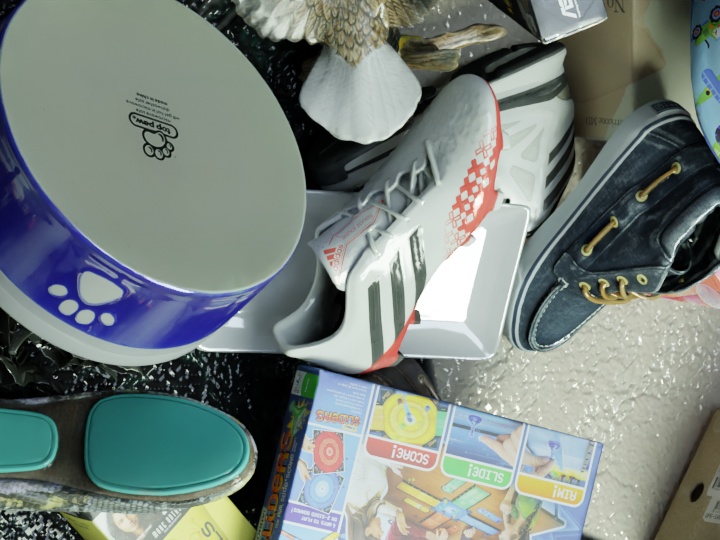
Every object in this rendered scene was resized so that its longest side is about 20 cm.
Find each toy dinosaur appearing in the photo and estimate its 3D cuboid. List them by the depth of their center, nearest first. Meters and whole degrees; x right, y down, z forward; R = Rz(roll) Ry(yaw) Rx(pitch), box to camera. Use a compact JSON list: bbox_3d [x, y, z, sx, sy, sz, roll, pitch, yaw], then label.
[{"bbox_3d":[-0.173,-0.003,1.308,0.199,0.102,0.137,9,69,-20],"label":"toy dinosaur"}]

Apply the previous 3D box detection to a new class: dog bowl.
[{"bbox_3d":[-0.129,-0.055,1.262,0.199,0.079,0.201,24,47,-28],"label":"dog bowl"}]

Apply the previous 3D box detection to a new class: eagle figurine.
[{"bbox_3d":[-0.012,-0.189,1.346,0.152,0.150,0.201,-42,140,-28],"label":"eagle figurine"}]

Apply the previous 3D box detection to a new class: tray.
[{"bbox_3d":[0.000,0.000,1.419,0.198,0.022,0.108,3,113,-22],"label":"tray"}]

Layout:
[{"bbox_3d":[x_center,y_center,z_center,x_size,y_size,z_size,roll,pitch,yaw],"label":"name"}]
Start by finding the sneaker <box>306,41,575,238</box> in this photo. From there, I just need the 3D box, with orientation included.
[{"bbox_3d":[0.063,-0.058,1.452,0.200,0.075,0.116,-25,108,-31],"label":"sneaker"}]

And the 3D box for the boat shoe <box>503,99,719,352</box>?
[{"bbox_3d":[0.159,-0.003,1.461,0.070,0.091,0.201,1,133,-38],"label":"boat shoe"}]

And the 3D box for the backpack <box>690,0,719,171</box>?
[{"bbox_3d":[0.279,-0.134,1.411,0.182,0.134,0.201,28,57,-38],"label":"backpack"}]

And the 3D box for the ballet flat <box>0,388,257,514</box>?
[{"bbox_3d":[-0.154,0.103,1.294,0.199,0.072,0.073,2,96,3],"label":"ballet flat"}]

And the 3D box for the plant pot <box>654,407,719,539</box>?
[{"bbox_3d":[0.312,0.195,1.593,0.176,0.199,0.201,31,79,-21],"label":"plant pot"}]

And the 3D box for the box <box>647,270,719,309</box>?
[{"bbox_3d":[0.257,-0.078,1.565,0.200,0.102,0.095,-46,117,-19],"label":"box"}]

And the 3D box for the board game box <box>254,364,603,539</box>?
[{"bbox_3d":[0.040,0.145,1.409,0.199,0.034,0.136,16,86,-24],"label":"board game box"}]

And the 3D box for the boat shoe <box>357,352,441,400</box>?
[{"bbox_3d":[0.059,0.134,1.477,0.073,0.074,0.201,-45,119,-20],"label":"boat shoe"}]

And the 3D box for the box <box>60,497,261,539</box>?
[{"bbox_3d":[-0.094,0.177,1.393,0.075,0.050,0.200,-47,119,-20],"label":"box"}]

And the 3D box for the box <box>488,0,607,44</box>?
[{"bbox_3d":[0.079,-0.247,1.387,0.049,0.161,0.201,-21,110,-6],"label":"box"}]

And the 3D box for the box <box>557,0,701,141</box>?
[{"bbox_3d":[0.174,-0.185,1.500,0.077,0.095,0.202,-7,99,-33],"label":"box"}]

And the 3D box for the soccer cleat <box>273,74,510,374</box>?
[{"bbox_3d":[0.017,-0.024,1.352,0.085,0.069,0.201,6,124,-38],"label":"soccer cleat"}]
